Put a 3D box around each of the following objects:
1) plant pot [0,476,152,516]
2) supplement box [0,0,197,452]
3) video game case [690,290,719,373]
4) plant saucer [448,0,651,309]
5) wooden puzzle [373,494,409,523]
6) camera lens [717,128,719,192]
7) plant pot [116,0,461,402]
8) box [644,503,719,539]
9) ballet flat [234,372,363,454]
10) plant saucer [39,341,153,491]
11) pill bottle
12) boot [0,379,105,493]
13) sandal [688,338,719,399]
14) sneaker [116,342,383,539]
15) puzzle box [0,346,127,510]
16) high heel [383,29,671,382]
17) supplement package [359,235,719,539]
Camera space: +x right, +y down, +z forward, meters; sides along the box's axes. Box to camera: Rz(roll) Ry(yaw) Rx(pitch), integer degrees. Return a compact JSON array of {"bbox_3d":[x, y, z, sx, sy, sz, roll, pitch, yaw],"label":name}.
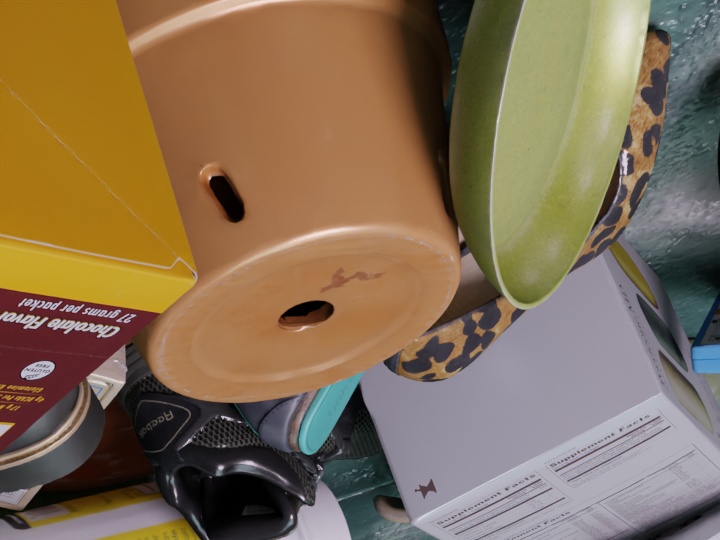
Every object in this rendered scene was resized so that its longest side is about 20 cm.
[{"bbox_3d":[-0.192,0.209,1.168,0.199,0.187,0.187,-32,154,-11],"label":"plant pot"},{"bbox_3d":[-0.189,-0.034,0.685,0.132,0.198,0.200,12,139,-45],"label":"supplement box"},{"bbox_3d":[0.273,0.028,1.138,0.142,0.018,0.200,-5,-172,16],"label":"video game case"},{"bbox_3d":[0.080,-0.085,0.829,0.031,0.201,0.200,15,161,21],"label":"plant saucer"},{"bbox_3d":[0.122,0.156,1.305,0.199,0.047,0.185,-12,170,9],"label":"wooden puzzle"},{"bbox_3d":[0.295,-0.055,1.005,0.199,0.161,0.160,5,143,-39],"label":"camera lens"},{"bbox_3d":[-0.043,-0.036,0.840,0.199,0.141,0.200,-15,152,-8],"label":"plant pot"},{"bbox_3d":[0.183,0.172,1.176,0.144,0.036,0.200,-28,180,-15],"label":"box"},{"bbox_3d":[0.000,0.000,0.987,0.200,0.073,0.073,-52,159,-18],"label":"ballet flat"},{"bbox_3d":[-0.127,0.056,1.059,0.199,0.038,0.200,-16,151,-9],"label":"plant saucer"},{"bbox_3d":[-0.108,0.170,1.068,0.199,0.112,0.111,-11,151,-28],"label":"pill bottle"},{"bbox_3d":[-0.232,0.047,0.874,0.199,0.078,0.139,-19,132,5],"label":"boot"},{"bbox_3d":[0.168,0.087,1.282,0.200,0.058,0.080,-6,149,-26],"label":"sandal"},{"bbox_3d":[-0.043,0.101,1.037,0.076,0.115,0.199,-32,152,26],"label":"sneaker"},{"bbox_3d":[-0.230,0.057,0.953,0.199,0.026,0.133,16,137,-26],"label":"puzzle box"},{"bbox_3d":[0.082,-0.032,0.926,0.200,0.071,0.142,-56,168,11],"label":"high heel"},{"bbox_3d":[0.104,0.066,1.103,0.150,0.152,0.200,-28,152,14],"label":"supplement package"}]
